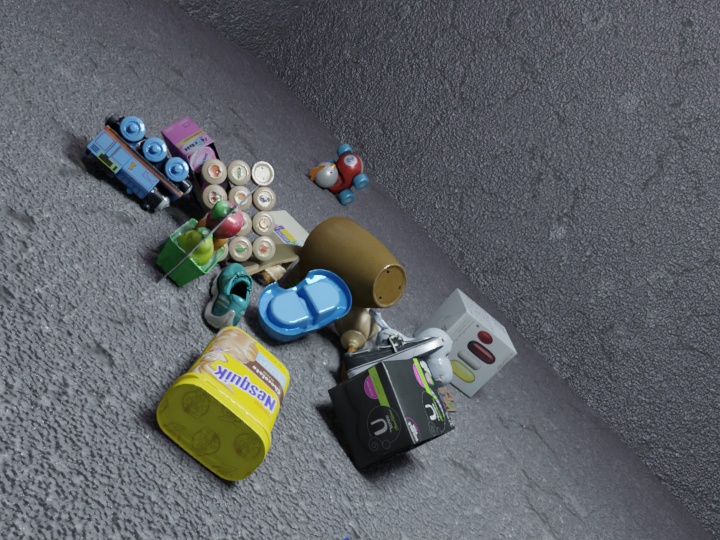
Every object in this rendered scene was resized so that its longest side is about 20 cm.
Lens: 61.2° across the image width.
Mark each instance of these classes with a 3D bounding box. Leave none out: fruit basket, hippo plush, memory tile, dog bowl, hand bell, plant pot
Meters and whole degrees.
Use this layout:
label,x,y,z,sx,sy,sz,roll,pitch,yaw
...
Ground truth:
label,x,y,z,sx,sy,sz,roll,pitch,yaw
fruit basket,-0.261,-0.074,1.061,0.093,0.200,0.186,40,17,-10
hippo plush,0.119,0.179,1.294,0.159,0.158,0.204,36,46,-74
memory tile,-0.240,-0.118,1.209,0.151,0.204,0.017,-1,-2,-30
dog bowl,-0.111,0.071,1.174,0.198,0.050,0.112,-18,67,-36
hand bell,-0.021,0.171,1.277,0.104,0.104,0.201,38,30,-16
plant pot,0.000,0.000,1.287,0.185,0.189,0.199,27,-2,-44

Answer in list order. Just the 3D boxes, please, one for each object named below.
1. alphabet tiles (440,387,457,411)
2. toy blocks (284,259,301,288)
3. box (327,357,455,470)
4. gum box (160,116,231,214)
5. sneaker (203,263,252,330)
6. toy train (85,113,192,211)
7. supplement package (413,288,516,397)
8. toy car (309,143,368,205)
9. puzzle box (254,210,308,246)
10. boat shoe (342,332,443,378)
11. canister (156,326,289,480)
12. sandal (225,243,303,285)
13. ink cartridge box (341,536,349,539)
label,x,y,z,sx,sy,sz,roll,pitch,yaw
alphabet tiles,0.166,0.286,1.531,0.199,0.006,0.167,19,29,-55
toy blocks,-0.086,-0.013,1.444,0.100,0.137,0.199,47,16,16
box,0.060,0.251,1.095,0.199,0.123,0.150,12,51,-61
gum box,-0.329,-0.201,1.270,0.113,0.066,0.201,42,-23,33
sneaker,-0.220,0.038,1.092,0.077,0.080,0.201,36,17,-21
toy train,-0.418,-0.201,1.158,0.200,0.115,0.086,44,-16,-21
supplement package,0.289,0.203,1.707,0.199,0.192,0.148,37,17,-16
toy car,-0.102,-0.371,2.299,0.198,0.177,0.186,0,55,-49
puzzle box,-0.198,-0.102,1.602,0.133,0.025,0.200,46,16,6
boat shoe,0.062,0.155,1.191,0.074,0.197,0.069,50,21,-71
canister,-0.178,0.172,0.845,0.148,0.087,0.200,41,14,-8
sandal,-0.201,-0.001,1.286,0.077,0.071,0.210,26,27,31
ink cartridge box,0.019,0.419,0.715,0.200,0.077,0.136,48,17,23
